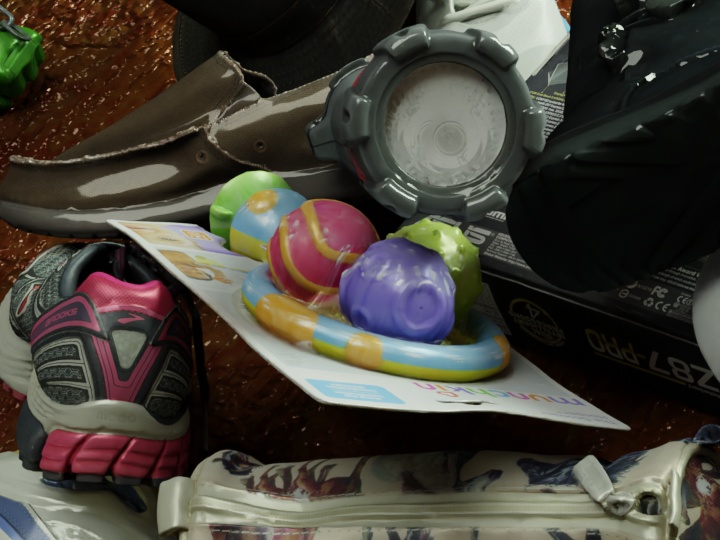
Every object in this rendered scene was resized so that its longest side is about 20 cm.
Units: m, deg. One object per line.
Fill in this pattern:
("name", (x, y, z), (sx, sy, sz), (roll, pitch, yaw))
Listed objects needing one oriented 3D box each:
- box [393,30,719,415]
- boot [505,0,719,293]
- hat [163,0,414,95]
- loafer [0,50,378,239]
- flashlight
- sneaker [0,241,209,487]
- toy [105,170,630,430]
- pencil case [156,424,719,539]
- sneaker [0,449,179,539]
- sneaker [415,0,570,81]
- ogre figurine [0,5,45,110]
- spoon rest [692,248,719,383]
("box", (0.136, -0.028, 0.986), (0.200, 0.049, 0.161), (18, 59, 39))
("boot", (0.149, -0.081, 0.903), (0.200, 0.076, 0.168), (-20, 27, 28))
("hat", (-0.046, -0.153, 1.123), (0.201, 0.081, 0.201), (-20, 62, 44))
("loafer", (-0.057, -0.054, 1.083), (0.200, 0.071, 0.073), (-8, -1, 9))
("flashlight", (0.022, -0.055, 0.933), (0.068, 0.068, 0.200), (-60, 4, 3))
("sneaker", (-0.093, 0.020, 0.993), (0.081, 0.075, 0.200), (6, 12, -15))
("toy", (0.000, 0.000, 0.903), (0.115, 0.047, 0.200), (6, 12, -27))
("pencil case", (0.032, 0.095, 0.882), (0.200, 0.089, 0.078), (-4, 46, 25))
("sneaker", (-0.165, 0.108, 0.982), (0.200, 0.075, 0.088), (2, 48, 30))
("sneaker", (0.047, -0.137, 1.118), (0.075, 0.087, 0.200), (-14, 44, 11))
("ogre figurine", (-0.259, -0.072, 1.210), (0.120, 0.098, 0.200), (39, 86, 28))
("spoon rest", (0.178, 0.050, 0.848), (0.099, 0.061, 0.200), (-16, 47, -10))
